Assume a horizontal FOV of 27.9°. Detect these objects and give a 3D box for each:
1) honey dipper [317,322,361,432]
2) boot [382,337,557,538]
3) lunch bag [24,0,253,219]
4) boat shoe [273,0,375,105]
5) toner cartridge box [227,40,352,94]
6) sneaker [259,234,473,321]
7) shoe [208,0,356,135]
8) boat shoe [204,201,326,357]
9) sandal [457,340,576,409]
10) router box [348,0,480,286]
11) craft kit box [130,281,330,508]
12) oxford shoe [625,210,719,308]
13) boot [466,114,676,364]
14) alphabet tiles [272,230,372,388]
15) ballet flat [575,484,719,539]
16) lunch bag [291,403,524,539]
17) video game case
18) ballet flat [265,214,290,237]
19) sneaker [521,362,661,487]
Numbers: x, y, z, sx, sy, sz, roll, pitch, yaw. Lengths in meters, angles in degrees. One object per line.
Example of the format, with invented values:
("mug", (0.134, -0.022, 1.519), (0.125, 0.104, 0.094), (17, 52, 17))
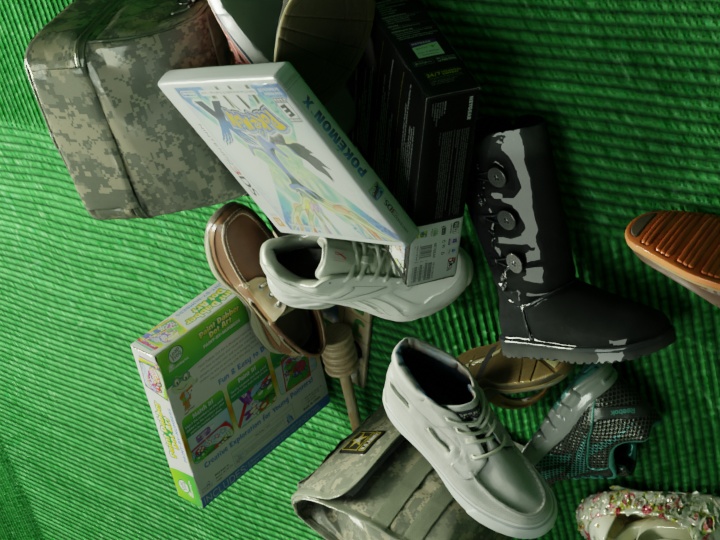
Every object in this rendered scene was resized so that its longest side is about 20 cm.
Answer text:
("honey dipper", (-0.009, 0.142, 1.535), (0.038, 0.038, 0.201), (20, 138, 36))
("boot", (0.094, 0.144, 1.263), (0.200, 0.073, 0.096), (40, 155, 22))
("lunch bag", (-0.181, -0.150, 1.316), (0.167, 0.140, 0.201), (-1, 122, 24))
("boat shoe", (-0.023, -0.229, 1.155), (0.066, 0.071, 0.202), (-121, 45, -72))
("toner cartridge box", (-0.101, -0.209, 1.330), (0.199, 0.043, 0.095), (16, 132, 39))
("sneaker", (0.000, 0.000, 1.304), (0.199, 0.078, 0.099), (-2, 166, 13))
("shoe", (-0.090, -0.184, 1.242), (0.091, 0.071, 0.201), (-25, 102, 51))
("boat shoe", (-0.084, 0.012, 1.412), (0.072, 0.076, 0.200), (21, 153, 41))
("sandal", (0.138, 0.097, 1.311), (0.054, 0.080, 0.200), (42, 148, -14))
("router box", (0.039, -0.111, 1.202), (0.201, 0.051, 0.150), (95, 156, -44))
("craft kit box", (-0.127, 0.108, 1.489), (0.048, 0.200, 0.198), (21, 134, 37))
("oxford shoe", (0.285, 0.018, 1.081), (0.199, 0.071, 0.073), (28, 144, 29))
("boot", (0.162, -0.029, 1.174), (0.164, 0.066, 0.201), (-3, 104, 39))
("alphabet tiles", (-0.067, 0.017, 1.520), (0.199, 0.008, 0.168), (31, 140, 25))
("ballet flat", (0.255, 0.234, 1.306), (0.200, 0.064, 0.076), (-19, 107, 54))
("lunch bag", (0.049, 0.215, 1.430), (0.199, 0.164, 0.118), (26, 143, 30))
("video game case", (-0.063, -0.094, 1.192), (0.183, 0.022, 0.200), (51, 157, -27))
("ballet flat", (-0.013, -0.022, 1.393), (0.200, 0.068, 0.046), (36, -175, 20))
("sneaker", (0.201, 0.161, 1.296), (0.091, 0.078, 0.200), (38, 144, 11))
